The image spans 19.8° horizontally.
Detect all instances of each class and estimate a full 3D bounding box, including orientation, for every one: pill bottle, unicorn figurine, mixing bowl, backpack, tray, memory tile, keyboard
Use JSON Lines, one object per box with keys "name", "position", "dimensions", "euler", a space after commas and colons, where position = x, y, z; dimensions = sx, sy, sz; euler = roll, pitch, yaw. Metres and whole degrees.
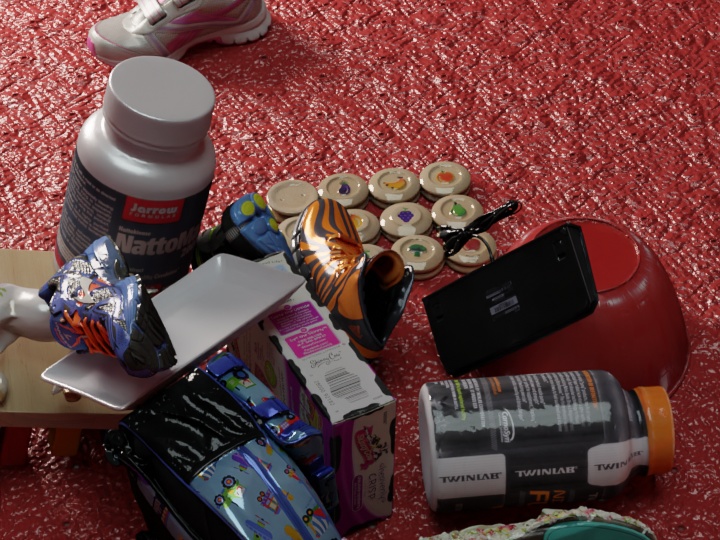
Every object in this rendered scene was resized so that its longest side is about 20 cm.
{"name": "pill bottle", "position": [0.150, 0.135, 1.661], "dimensions": [0.199, 0.107, 0.107], "euler": [-4, 43, -3]}
{"name": "unicorn figurine", "position": [-0.246, 0.046, 1.677], "dimensions": [0.199, 0.074, 0.138], "euler": [13, 43, -10]}
{"name": "mixing bowl", "position": [0.191, 0.025, 1.780], "dimensions": [0.199, 0.109, 0.201], "euler": [0, 42, 0]}
{"name": "backpack", "position": [-0.080, 0.186, 1.557], "dimensions": [0.134, 0.183, 0.200], "euler": [-38, 56, -22]}
{"name": "tray", "position": [-0.143, 0.052, 1.613], "dimensions": [0.107, 0.022, 0.200], "euler": [17, 42, 43]}
{"name": "memory tile", "position": [0.018, -0.043, 1.924], "dimensions": [0.199, 0.017, 0.154], "euler": [-8, 43, -7]}
{"name": "keyboard", "position": [0.119, 0.005, 1.729], "dimensions": [0.021, 0.200, 0.128], "euler": [-8, 76, -40]}
{"name": "pill bottle", "position": [-0.186, -0.074, 1.743], "dimensions": [0.119, 0.201, 0.120], "euler": [11, 39, -9]}

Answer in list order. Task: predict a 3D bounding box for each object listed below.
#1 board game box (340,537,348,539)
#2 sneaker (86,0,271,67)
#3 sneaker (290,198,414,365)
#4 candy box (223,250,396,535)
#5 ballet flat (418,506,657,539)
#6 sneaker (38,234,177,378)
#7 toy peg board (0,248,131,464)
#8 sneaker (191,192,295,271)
{"name": "board game box", "position": [-0.056, 0.297, 1.459], "dimensions": [0.200, 0.120, 0.032], "euler": [-40, 30, -21]}
{"name": "sneaker", "position": [-0.190, -0.271, 2.122], "dimensions": [0.199, 0.088, 0.081], "euler": [-21, 46, -20]}
{"name": "sneaker", "position": [0.000, 0.000, 1.788], "dimensions": [0.077, 0.112, 0.201], "euler": [13, 48, -29]}
{"name": "candy box", "position": [-0.043, 0.099, 1.685], "dimensions": [0.061, 0.137, 0.200], "euler": [-20, 46, -21]}
{"name": "ballet flat", "position": [0.130, 0.214, 1.607], "dimensions": [0.199, 0.076, 0.064], "euler": [-7, 27, -10]}
{"name": "sneaker", "position": [-0.195, 0.040, 1.576], "dimensions": [0.078, 0.076, 0.200], "euler": [-29, 22, -8]}
{"name": "toy peg board", "position": [-0.277, 0.084, 1.758], "dimensions": [0.198, 0.098, 0.200], "euler": [3, 41, -19]}
{"name": "sneaker", "position": [-0.106, -0.014, 1.795], "dimensions": [0.082, 0.200, 0.071], "euler": [-26, 84, -8]}
